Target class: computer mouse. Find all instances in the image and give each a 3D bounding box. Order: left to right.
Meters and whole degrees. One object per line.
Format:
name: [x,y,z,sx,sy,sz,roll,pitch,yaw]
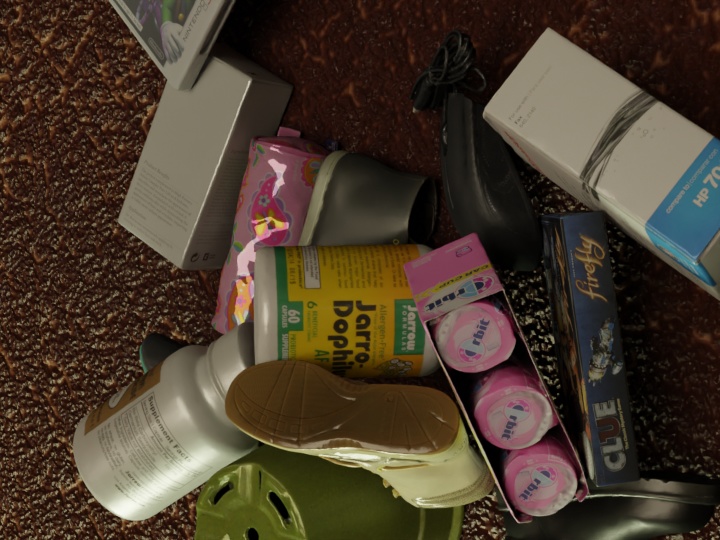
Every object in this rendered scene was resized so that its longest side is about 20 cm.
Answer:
computer mouse: [0.087,-0.086,1.110,0.138,0.053,0.201,138,110,-75]

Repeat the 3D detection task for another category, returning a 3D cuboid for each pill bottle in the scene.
pill bottle: [-0.155,0.134,1.218,0.200,0.114,0.115,-34,75,23]
pill bottle: [0.012,0.034,1.122,0.199,0.113,0.113,0,95,-6]

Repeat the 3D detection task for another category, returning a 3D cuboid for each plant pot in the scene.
plant pot: [-0.041,0.212,1.173,0.199,0.190,0.201,2,94,34]

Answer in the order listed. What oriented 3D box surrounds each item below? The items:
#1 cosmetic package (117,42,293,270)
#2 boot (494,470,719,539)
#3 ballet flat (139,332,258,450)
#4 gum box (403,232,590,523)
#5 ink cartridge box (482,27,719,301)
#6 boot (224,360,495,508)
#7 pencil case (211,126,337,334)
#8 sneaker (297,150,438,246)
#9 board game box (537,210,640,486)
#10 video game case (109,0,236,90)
cosmetic package: [-0.151,-0.111,1.296,0.102,0.074,0.201,34,109,28]
boot: [0.202,0.242,1.073,0.211,0.079,0.159,-14,79,45]
ballet flat: [-0.145,0.140,1.313,0.073,0.073,0.201,-32,82,32]
gum box: [0.106,0.086,1.033,0.066,0.114,0.201,-24,113,4]
ink cartridge box: [0.206,-0.076,0.998,0.200,0.146,0.086,41,95,25]
boot: [0.002,0.136,1.086,0.199,0.156,0.073,4,66,22]
pencil case: [-0.081,-0.030,1.249,0.087,0.087,0.201,20,104,32]
sneaker: [0.000,0.000,1.198,0.106,0.075,0.201,16,102,32]
board game box: [0.175,0.055,1.042,0.034,0.135,0.201,-8,92,1]
video game case: [-0.181,-0.299,1.227,0.200,0.023,0.182,53,131,21]
